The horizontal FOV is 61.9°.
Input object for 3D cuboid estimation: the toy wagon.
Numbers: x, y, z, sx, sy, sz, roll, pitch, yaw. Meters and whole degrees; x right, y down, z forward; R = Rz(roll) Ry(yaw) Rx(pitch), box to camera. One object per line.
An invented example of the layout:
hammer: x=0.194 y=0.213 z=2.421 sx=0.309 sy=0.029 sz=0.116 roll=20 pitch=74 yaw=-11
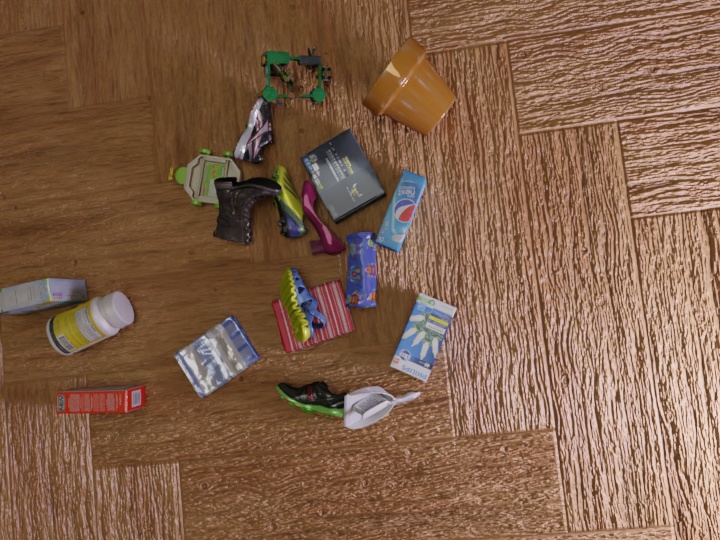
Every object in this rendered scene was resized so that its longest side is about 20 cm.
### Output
toy wagon: x=-0.423 y=-0.251 z=1.635 sx=0.198 sy=0.040 sz=0.157 roll=8 pitch=87 yaw=8

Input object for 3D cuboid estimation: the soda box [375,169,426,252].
soda box: x=0.105 y=-0.151 z=1.547 sx=0.064 sy=0.068 sz=0.202 roll=21 pitch=89 yaw=8

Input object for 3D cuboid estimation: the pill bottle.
pill bottle: x=-0.721 y=0.139 z=1.609 sx=0.199 sy=0.114 sz=0.115 roll=-24 pitch=84 yaw=4

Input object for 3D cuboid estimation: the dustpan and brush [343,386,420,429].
dustpan and brush: x=0.058 y=0.333 z=1.514 sx=0.199 sy=0.140 sz=0.057 roll=-21 pitch=46 yaw=-25

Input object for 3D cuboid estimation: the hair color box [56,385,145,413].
hair color box: x=-0.690 y=0.343 z=1.598 sx=0.198 sy=0.101 sz=0.062 roll=-2 pitch=86 yaw=8

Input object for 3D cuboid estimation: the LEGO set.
LEGO set: x=-0.186 y=-0.510 z=1.594 sx=0.198 sy=0.116 sz=0.155 roll=-12 pitch=106 yaw=-16

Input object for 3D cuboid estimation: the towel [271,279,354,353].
towel: x=-0.127 y=0.121 z=1.582 sx=0.198 sy=0.022 sz=0.146 roll=-18 pitch=82 yaw=4

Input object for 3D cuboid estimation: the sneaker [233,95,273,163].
sneaker: x=-0.269 y=-0.378 z=1.618 sx=0.086 sy=0.080 sz=0.201 roll=24 pitch=88 yaw=-15

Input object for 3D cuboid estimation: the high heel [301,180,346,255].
high heel: x=-0.096 y=-0.141 z=1.572 sx=0.095 sy=0.067 sz=0.202 roll=-8 pitch=100 yaw=16

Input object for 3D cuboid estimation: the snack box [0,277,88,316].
snack box: x=-0.868 y=0.073 z=1.604 sx=0.198 sy=0.169 sz=0.068 roll=-14 pitch=86 yaw=7

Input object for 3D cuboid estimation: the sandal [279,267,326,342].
sandal: x=-0.149 y=0.086 z=1.550 sx=0.086 sy=0.079 sz=0.202 roll=-8 pitch=71 yaw=-32

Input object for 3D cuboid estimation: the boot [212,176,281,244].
boot: x=-0.299 y=-0.154 z=1.583 sx=0.198 sy=0.069 sz=0.176 roll=5 pitch=113 yaw=11

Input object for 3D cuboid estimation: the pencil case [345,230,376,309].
pencil case: x=0.000 y=0.000 z=1.547 sx=0.086 sy=0.078 sz=0.202 roll=-3 pitch=86 yaw=45

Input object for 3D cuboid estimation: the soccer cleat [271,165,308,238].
soccer cleat: x=-0.187 y=-0.183 z=1.600 sx=0.083 sy=0.065 sz=0.202 roll=-8 pitch=80 yaw=-23

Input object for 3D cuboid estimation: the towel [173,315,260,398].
towel: x=-0.386 y=0.231 z=1.606 sx=0.199 sy=0.024 sz=0.148 roll=-34 pitch=84 yaw=4

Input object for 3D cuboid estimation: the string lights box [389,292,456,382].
string lights box: x=0.159 y=0.168 z=1.524 sx=0.102 sy=0.059 sz=0.202 roll=22 pitch=89 yaw=7

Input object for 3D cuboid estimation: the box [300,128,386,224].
box: x=-0.046 y=-0.247 z=1.582 sx=0.157 sy=0.051 sz=0.201 roll=-28 pitch=83 yaw=3

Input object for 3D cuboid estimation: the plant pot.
plant pot: x=0.134 y=-0.447 z=1.514 sx=0.183 sy=0.200 sz=0.201 roll=36 pitch=91 yaw=-8

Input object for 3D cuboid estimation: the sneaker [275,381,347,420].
sneaker: x=-0.123 y=0.325 z=1.552 sx=0.198 sy=0.077 sz=0.084 roll=14 pitch=63 yaw=9
